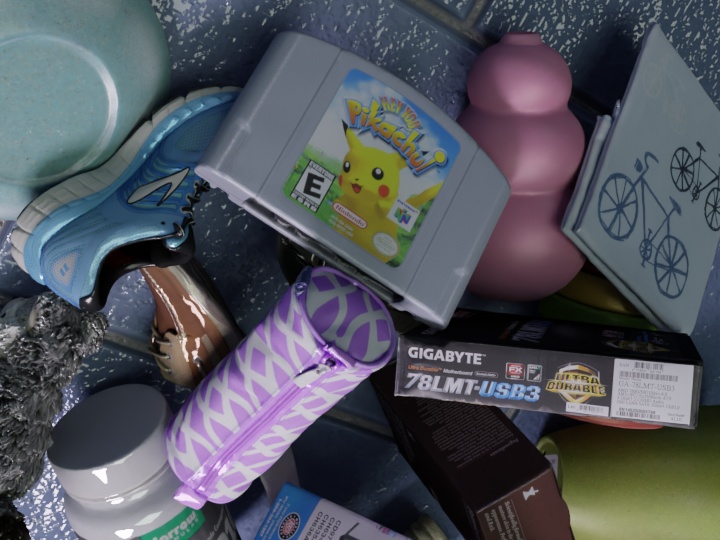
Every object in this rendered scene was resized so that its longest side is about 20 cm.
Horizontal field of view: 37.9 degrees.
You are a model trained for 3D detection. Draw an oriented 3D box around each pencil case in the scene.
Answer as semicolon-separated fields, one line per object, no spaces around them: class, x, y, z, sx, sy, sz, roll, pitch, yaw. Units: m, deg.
pencil case;-0.058;0.083;0.715;0.084;0.086;0.200;28;129;-20

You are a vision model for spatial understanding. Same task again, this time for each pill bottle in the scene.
pill bottle;-0.162;0.195;0.820;0.113;0.113;0.201;-24;122;-10

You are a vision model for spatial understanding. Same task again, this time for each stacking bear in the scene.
stacking bear;0.214;0.021;0.905;0.113;0.121;0.201;4;103;-33

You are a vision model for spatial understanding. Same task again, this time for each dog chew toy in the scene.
dog chew toy;0.120;-0.081;0.807;0.124;0.125;0.201;-6;109;-20

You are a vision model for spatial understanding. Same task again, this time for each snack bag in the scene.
snack bag;0.240;-0.070;0.832;0.188;0.021;0.201;37;68;-38

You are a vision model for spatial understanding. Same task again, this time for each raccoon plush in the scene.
raccoon plush;-0.219;0.111;0.728;0.134;0.097;0.201;-31;80;9

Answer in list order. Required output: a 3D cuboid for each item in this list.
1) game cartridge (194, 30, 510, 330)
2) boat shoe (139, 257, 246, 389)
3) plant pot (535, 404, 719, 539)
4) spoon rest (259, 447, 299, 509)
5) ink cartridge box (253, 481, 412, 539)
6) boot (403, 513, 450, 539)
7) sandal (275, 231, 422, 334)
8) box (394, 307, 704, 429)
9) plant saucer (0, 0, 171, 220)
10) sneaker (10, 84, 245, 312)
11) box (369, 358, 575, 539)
game cartridge;0.004;-0.066;0.707;0.200;0.040;0.134;33;67;-14
boat shoe;-0.124;0.057;0.794;0.072;0.076;0.200;-32;121;-3
plant pot;0.266;0.210;0.991;0.199;0.187;0.188;7;112;-10
spoon rest;-0.070;0.249;0.918;0.099;0.061;0.201;-13;118;-20
ink cartridge box;0.013;0.280;0.798;0.145;0.199;0.148;45;68;-42
boot;0.047;0.327;1.000;0.155;0.072;0.200;-41;136;-13
sandal;0.000;0.001;0.834;0.201;0.057;0.080;31;97;-47
box;0.142;0.066;0.768;0.197;0.200;0.050;7;94;15
plant saucer;-0.211;-0.108;0.670;0.200;0.039;0.202;-18;133;-21
sneaker;-0.130;-0.043;0.708;0.200;0.090;0.078;-41;161;-15
box;0.088;0.154;0.854;0.075;0.200;0.100;-28;122;-11
